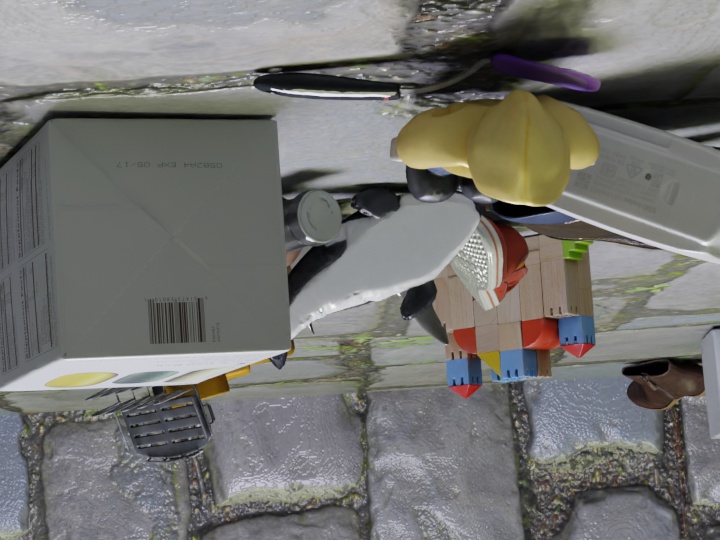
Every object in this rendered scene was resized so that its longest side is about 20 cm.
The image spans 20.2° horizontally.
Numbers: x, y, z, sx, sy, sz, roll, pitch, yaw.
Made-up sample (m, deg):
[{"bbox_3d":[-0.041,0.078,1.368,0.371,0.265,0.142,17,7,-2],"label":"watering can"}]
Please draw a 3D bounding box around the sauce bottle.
[{"bbox_3d":[-0.087,-0.025,1.554,0.064,0.065,0.200,1,170,-33],"label":"sauce bottle"}]

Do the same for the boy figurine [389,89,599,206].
[{"bbox_3d":[0.083,-0.069,1.165,0.123,0.065,0.200,1,-177,-11],"label":"boy figurine"}]

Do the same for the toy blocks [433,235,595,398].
[{"bbox_3d":[0.140,0.044,1.888,0.199,0.138,0.100,-10,170,34],"label":"toy blocks"}]

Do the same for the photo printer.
[{"bbox_3d":[0.204,-0.051,1.312,0.166,0.070,0.200,21,-173,31],"label":"photo printer"}]

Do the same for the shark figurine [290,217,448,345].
[{"bbox_3d":[-0.017,0.015,1.709,0.127,0.090,0.214,-4,161,29],"label":"shark figurine"}]

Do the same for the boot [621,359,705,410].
[{"bbox_3d":[0.486,0.179,3.370,0.166,0.073,0.199,20,160,-40],"label":"boot"}]

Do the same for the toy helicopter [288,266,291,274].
[{"bbox_3d":[-0.053,0.009,1.864,0.131,0.079,0.200,-15,-179,12],"label":"toy helicopter"}]

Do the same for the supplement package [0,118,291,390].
[{"bbox_3d":[-0.151,-0.006,1.334,0.151,0.152,0.200,-1,172,-22],"label":"supplement package"}]

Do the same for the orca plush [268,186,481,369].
[{"bbox_3d":[0.000,0.000,1.581,0.105,0.200,0.071,45,176,-16],"label":"orca plush"}]

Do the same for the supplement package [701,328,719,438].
[{"bbox_3d":[0.595,0.155,2.868,0.198,0.148,0.191,-5,172,4],"label":"supplement package"}]

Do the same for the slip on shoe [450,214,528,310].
[{"bbox_3d":[0.112,-0.017,1.741,0.061,0.074,0.200,-38,165,-3],"label":"slip on shoe"}]

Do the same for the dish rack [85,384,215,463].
[{"bbox_3d":[-0.210,0.082,1.816,0.054,0.201,0.153,-24,-174,-36],"label":"dish rack"}]

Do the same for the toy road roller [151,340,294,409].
[{"bbox_3d":[-0.134,0.054,1.922,0.145,0.124,0.200,-16,178,-11],"label":"toy road roller"}]

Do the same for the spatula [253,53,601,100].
[{"bbox_3d":[0.038,-0.109,1.158,0.198,0.021,0.057,-3,176,2],"label":"spatula"}]

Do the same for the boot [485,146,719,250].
[{"bbox_3d":[0.187,-0.052,1.453,0.199,0.075,0.097,-8,174,38],"label":"boot"}]
